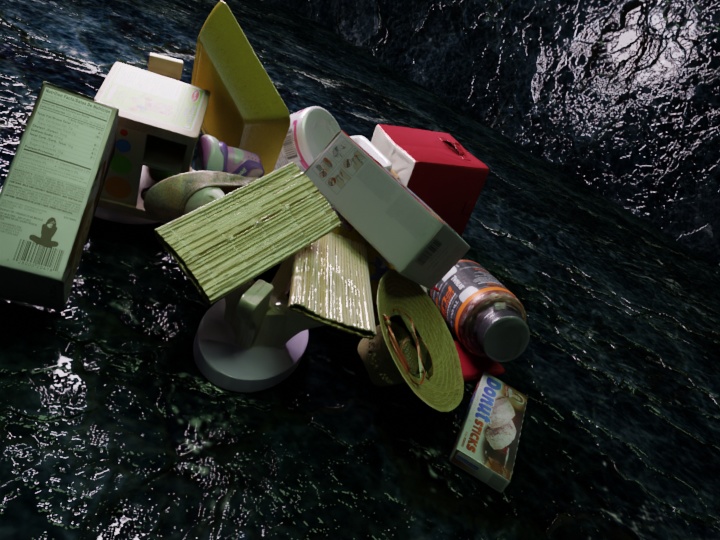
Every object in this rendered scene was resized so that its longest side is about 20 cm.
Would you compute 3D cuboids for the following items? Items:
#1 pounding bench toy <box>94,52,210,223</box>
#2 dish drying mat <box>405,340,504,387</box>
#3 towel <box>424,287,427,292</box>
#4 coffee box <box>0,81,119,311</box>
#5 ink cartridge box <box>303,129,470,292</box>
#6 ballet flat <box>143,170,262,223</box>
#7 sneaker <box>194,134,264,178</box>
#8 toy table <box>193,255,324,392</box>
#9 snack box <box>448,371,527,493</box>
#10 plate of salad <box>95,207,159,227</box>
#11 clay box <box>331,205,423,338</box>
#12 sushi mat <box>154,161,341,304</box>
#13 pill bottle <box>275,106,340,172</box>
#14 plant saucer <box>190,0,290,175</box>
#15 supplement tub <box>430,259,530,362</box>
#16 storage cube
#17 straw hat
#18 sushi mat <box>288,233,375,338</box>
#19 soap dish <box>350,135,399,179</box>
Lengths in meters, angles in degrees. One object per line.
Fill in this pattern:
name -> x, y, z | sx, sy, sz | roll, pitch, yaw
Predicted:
pounding bench toy -> -0.281, -0.181, 0.866 | 0.123, 0.156, 0.201 | 14, 39, -15
dish drying mat -> 0.124, 0.134, 0.924 | 0.199, 0.018, 0.077 | 1, 34, -43
towel -> 0.034, -0.024, 1.035 | 0.192, 0.035, 0.201 | 21, 42, -28
coffee box -> -0.321, -0.074, 0.672 | 0.079, 0.114, 0.201 | 16, 65, -19
ink cartridge box -> 0.044, -0.074, 0.874 | 0.200, 0.084, 0.175 | 46, 9, 24
ballet flat -> -0.145, -0.078, 0.745 | 0.199, 0.068, 0.067 | -9, 36, -28
sneaker -> -0.174, -0.078, 0.830 | 0.088, 0.201, 0.081 | 0, 45, -27
toy table -> -0.113, 0.041, 0.762 | 0.183, 0.118, 0.200 | 22, 26, -8
snack box -> 0.170, 0.201, 0.830 | 0.072, 0.024, 0.200 | 29, 26, 9
plate of salad -> -0.344, -0.127, 0.934 | 0.199, 0.048, 0.201 | 17, 38, -14
clay box -> 0.000, 0.000, 0.920 | 0.200, 0.048, 0.115 | 39, 42, -17
sushi mat -> -0.115, -0.047, 0.702 | 0.200, 0.012, 0.096 | -34, 84, -38
pill bottle -> -0.135, -0.198, 1.093 | 0.199, 0.114, 0.113 | -9, 3, 36
plant saucer -> -0.180, -0.222, 0.882 | 0.048, 0.200, 0.201 | -23, 75, -28
supplement tub -> 0.182, 0.062, 0.973 | 0.106, 0.108, 0.200 | 18, 14, -17
storage cube -> 0.116, -0.170, 1.295 | 0.179, 0.201, 0.171 | 0, 35, -31
straw hat -> 0.043, 0.102, 0.807 | 0.201, 0.085, 0.202 | 44, 29, -32
sushi mat -> -0.032, 0.004, 0.738 | 0.095, 0.012, 0.200 | 22, 26, -15
soap dish -> -0.049, -0.181, 1.220 | 0.199, 0.082, 0.158 | -14, 41, -21
